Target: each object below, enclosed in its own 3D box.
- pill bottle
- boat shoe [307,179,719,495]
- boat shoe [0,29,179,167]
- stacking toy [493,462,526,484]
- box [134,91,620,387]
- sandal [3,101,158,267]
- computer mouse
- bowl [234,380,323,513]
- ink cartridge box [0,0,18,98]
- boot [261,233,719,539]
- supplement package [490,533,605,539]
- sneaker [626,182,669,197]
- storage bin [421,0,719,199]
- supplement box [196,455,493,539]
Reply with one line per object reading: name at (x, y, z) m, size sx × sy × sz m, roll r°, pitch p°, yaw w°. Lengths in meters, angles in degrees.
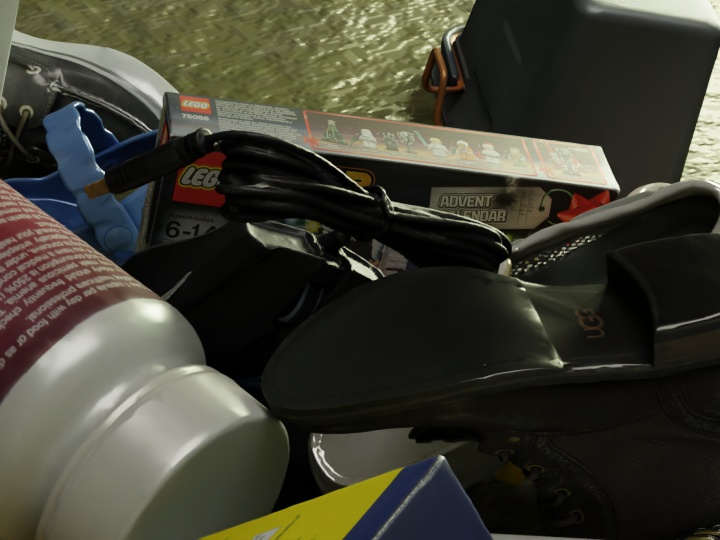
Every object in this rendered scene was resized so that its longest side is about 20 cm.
pill bottle at (-0.130, 0.039, 0.724) m, size 0.200 × 0.115 × 0.114 m, roll 35°, pitch 39°, yaw 25°
boat shoe at (0.058, 0.022, 0.757) m, size 0.071 × 0.200 × 0.069 m, roll 58°, pitch 7°, yaw 22°
boat shoe at (-0.176, -0.084, 0.986) m, size 0.199 × 0.070 × 0.066 m, roll 26°, pitch 44°, yaw 15°
stacking toy at (0.050, 0.045, 0.835) m, size 0.199 × 0.110 × 0.117 m, roll 6°, pitch 78°, yaw 9°
box at (0.000, 0.000, 0.877) m, size 0.199 × 0.137 × 0.040 m, roll 6°, pitch 33°, yaw -14°
sandal at (-0.081, -0.030, 0.932) m, size 0.199 × 0.087 × 0.080 m, roll 2°, pitch 35°, yaw -23°
computer mouse at (-0.054, 0.003, 0.745) m, size 0.140 × 0.200 × 0.046 m, roll 23°, pitch 67°, yaw -35°
bowl at (-0.075, 0.109, 0.783) m, size 0.199 × 0.040 × 0.201 m, roll 11°, pitch 36°, yaw -8°
ink cartridge box at (-0.262, -0.110, 0.916) m, size 0.200 × 0.146 × 0.084 m, roll 33°, pitch 37°, yaw 21°
boot at (0.074, 0.082, 0.717) m, size 0.199 × 0.175 × 0.069 m, roll -8°, pitch 35°, yaw 2°
supplement package at (0.087, 0.201, 0.651) m, size 0.119 × 0.122 × 0.200 m, roll 6°, pitch 37°, yaw -14°
sneaker at (0.151, 0.037, 0.918) m, size 0.075 × 0.105 × 0.201 m, roll 7°, pitch 38°, yaw -15°
storage bin at (0.116, -0.123, 1.097) m, size 0.145 × 0.135 × 0.200 m, roll 7°, pitch 35°, yaw -14°
supplement box at (-0.045, 0.150, 0.581) m, size 0.109 × 0.199 × 0.110 m, roll 58°, pitch 38°, yaw -9°
